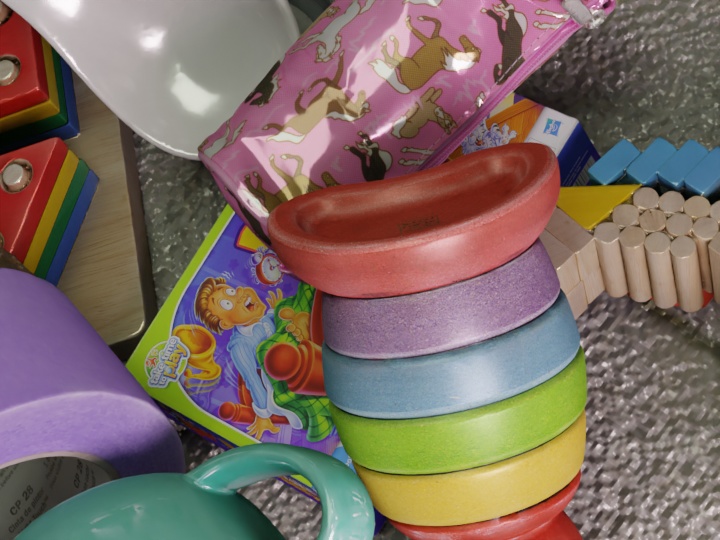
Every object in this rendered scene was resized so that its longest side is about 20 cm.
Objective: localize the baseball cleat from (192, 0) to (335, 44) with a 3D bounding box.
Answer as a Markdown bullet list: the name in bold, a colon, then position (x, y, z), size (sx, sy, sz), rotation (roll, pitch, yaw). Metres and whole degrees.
- **baseball cleat**: position (-0.086, -0.170, 1.226), size (0.200, 0.070, 0.107), rotation (37, 73, 13)

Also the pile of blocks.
- **pile of blocks**: position (0.156, -0.015, 1.068), size (0.199, 0.062, 0.082), rotation (4, 60, 14)

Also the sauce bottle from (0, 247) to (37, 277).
- **sauce bottle**: position (-0.214, 0.078, 1.134), size (0.066, 0.066, 0.200), rotation (44, 111, 31)

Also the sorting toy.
- **sorting toy**: position (-0.212, -0.034, 1.215), size (0.199, 0.070, 0.200), rotation (-18, 61, 13)

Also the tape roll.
- **tape roll**: position (-0.179, 0.101, 1.063), size (0.200, 0.200, 0.085), rotation (-43, 59, -2)

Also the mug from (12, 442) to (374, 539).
- **mug**: position (-0.078, 0.150, 1.032), size (0.185, 0.152, 0.115), rotation (-32, 55, -10)

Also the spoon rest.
- **spoon rest**: position (-0.116, -0.123, 1.159), size (0.199, 0.061, 0.100), rotation (29, 111, 16)

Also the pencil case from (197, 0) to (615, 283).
- **pencil case**: position (0.020, -0.086, 1.087), size (0.200, 0.083, 0.087), rotation (-44, 27, -2)

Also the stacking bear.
- **stacking bear**: position (0.044, 0.066, 1.015), size (0.121, 0.114, 0.201), rotation (-13, 106, 1)

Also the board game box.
- **board game box**: position (0.000, 0.000, 1.129), size (0.134, 0.045, 0.201), rotation (26, 78, 30)
